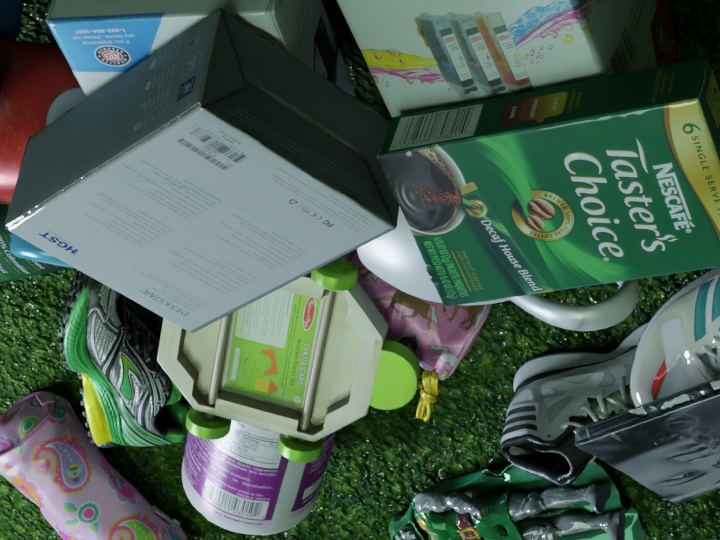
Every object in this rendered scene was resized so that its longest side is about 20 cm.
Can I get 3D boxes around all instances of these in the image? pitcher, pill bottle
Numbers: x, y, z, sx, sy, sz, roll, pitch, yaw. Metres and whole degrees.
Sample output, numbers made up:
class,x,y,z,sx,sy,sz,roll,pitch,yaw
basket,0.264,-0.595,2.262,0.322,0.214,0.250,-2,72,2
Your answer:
class,x,y,z,sx,sy,sz,roll,pitch,yaw
pitcher,0.095,-0.022,1.280,0.200,0.172,0.121,4,123,17
pill bottle,-0.069,0.099,1.485,0.112,0.112,0.200,20,131,5

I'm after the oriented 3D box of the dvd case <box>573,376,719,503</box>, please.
class,x,y,z,sx,sy,sz,roll,pitch,yaw
dvd case,0.250,0.114,1.345,0.149,0.016,0.200,-23,154,21

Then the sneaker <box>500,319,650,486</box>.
class,x,y,z,sx,sy,sz,roll,pitch,yaw
sneaker,0.188,0.102,1.384,0.200,0.115,0.076,-19,119,32

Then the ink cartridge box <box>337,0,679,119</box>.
class,x,y,z,sx,sy,sz,roll,pitch,yaw
ink cartridge box,0.087,-0.166,1.183,0.144,0.145,0.200,-9,124,27

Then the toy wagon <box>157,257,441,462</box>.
class,x,y,z,sx,sy,sz,roll,pitch,yaw
toy wagon,-0.040,0.059,1.366,0.200,0.040,0.155,14,118,4

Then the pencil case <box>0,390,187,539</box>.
class,x,y,z,sx,sy,sz,roll,pitch,yaw
pencil case,-0.228,0.193,1.646,0.087,0.087,0.200,-23,118,34

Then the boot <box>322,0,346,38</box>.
class,x,y,z,sx,sy,sz,roll,pitch,yaw
boot,-0.113,-0.183,1.300,0.200,0.074,0.075,26,139,-5

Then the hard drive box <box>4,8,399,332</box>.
class,x,y,z,sx,sy,sz,roll,pitch,yaw
hard drive box,-0.096,-0.055,1.206,0.156,0.077,0.200,32,139,-32

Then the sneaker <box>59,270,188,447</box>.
class,x,y,z,sx,sy,sz,roll,pitch,yaw
sneaker,-0.180,0.061,1.531,0.085,0.078,0.200,1,137,12

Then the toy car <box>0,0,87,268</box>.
class,x,y,z,sx,sy,sz,roll,pitch,yaw
toy car,-0.260,-0.108,1.278,0.177,0.200,0.185,8,87,21

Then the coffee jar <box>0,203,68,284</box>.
class,x,y,z,sx,sy,sz,roll,pitch,yaw
coffee jar,-0.216,-0.048,1.424,0.200,0.104,0.085,-8,134,27

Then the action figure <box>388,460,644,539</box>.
class,x,y,z,sx,sy,sz,roll,pitch,yaw
action figure,0.109,0.195,1.538,0.200,0.055,0.118,-10,126,32

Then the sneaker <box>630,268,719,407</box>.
class,x,y,z,sx,sy,sz,roll,pitch,yaw
sneaker,0.253,0.035,1.282,0.200,0.093,0.070,-42,98,18

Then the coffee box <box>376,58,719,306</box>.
class,x,y,z,sx,sy,sz,roll,pitch,yaw
coffee box,0.122,-0.048,1.139,0.200,0.044,0.123,-8,126,24

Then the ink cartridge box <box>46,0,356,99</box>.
class,x,y,z,sx,sy,sz,roll,pitch,yaw
ink cartridge box,-0.092,-0.125,1.248,0.145,0.084,0.200,-1,145,16

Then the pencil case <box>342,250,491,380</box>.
class,x,y,z,sx,sy,sz,roll,pitch,yaw
pencil case,0.000,0.000,1.396,0.200,0.083,0.087,28,132,-2
